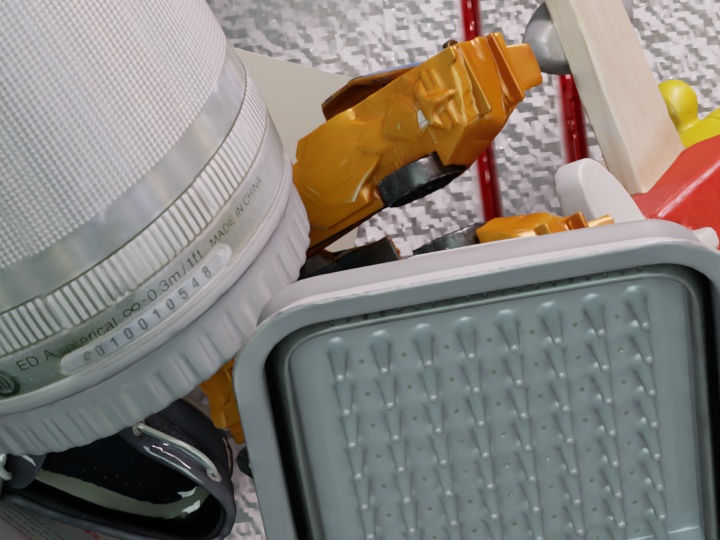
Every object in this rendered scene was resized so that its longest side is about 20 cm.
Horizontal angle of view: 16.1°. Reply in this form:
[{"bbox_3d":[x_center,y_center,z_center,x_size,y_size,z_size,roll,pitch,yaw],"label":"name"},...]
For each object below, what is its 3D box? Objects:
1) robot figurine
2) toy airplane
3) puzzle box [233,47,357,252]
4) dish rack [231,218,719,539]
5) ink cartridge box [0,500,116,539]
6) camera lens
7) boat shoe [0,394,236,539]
[{"bbox_3d":[0.000,0.000,0.942,0.200,0.058,0.145,-30,82,43],"label":"robot figurine"},{"bbox_3d":[0.124,-0.021,0.995,0.199,0.141,0.200,21,73,-30],"label":"toy airplane"},{"bbox_3d":[-0.093,-0.031,1.009,0.200,0.025,0.133,13,89,-27],"label":"puzzle box"},{"bbox_3d":[0.050,0.066,0.874,0.171,0.044,0.200,-9,129,1],"label":"dish rack"},{"bbox_3d":[-0.169,0.158,0.959,0.147,0.200,0.145,36,95,1],"label":"ink cartridge box"},{"bbox_3d":[-0.125,-0.059,0.848,0.160,0.160,0.200,-31,118,0],"label":"camera lens"},{"bbox_3d":[-0.127,0.053,0.958,0.200,0.063,0.073,28,106,-33],"label":"boat shoe"}]
